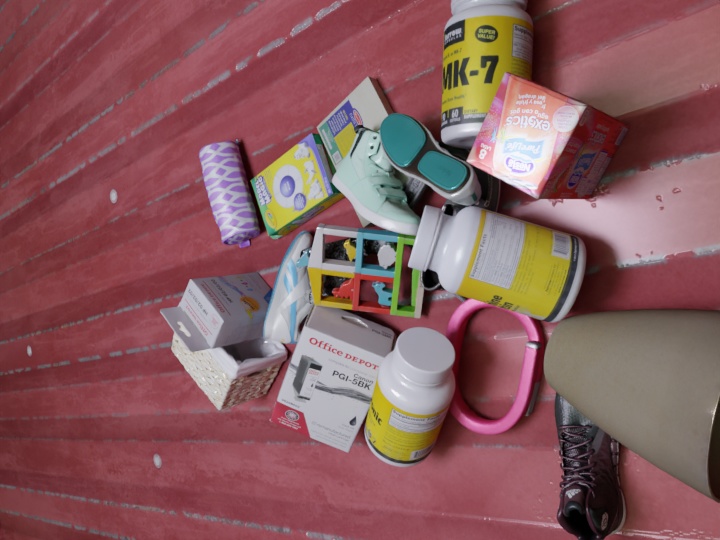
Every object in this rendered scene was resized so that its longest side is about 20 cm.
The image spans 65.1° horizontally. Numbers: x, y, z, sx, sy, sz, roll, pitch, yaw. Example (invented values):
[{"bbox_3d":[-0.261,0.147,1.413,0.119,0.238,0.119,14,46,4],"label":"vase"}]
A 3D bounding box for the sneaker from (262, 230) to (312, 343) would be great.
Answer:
[{"bbox_3d":[-0.113,0.030,1.004,0.076,0.080,0.202,-177,102,-81],"label":"sneaker"}]

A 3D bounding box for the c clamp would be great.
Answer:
[{"bbox_3d":[0.130,-0.079,0.825,0.170,0.027,0.201,35,118,20],"label":"c clamp"}]

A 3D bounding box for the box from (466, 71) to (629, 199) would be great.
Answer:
[{"bbox_3d":[0.218,-0.144,0.642,0.094,0.199,0.103,35,116,28],"label":"box"}]

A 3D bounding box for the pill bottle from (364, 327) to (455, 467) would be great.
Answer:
[{"bbox_3d":[0.073,0.180,0.809,0.111,0.111,0.201,38,135,29],"label":"pill bottle"}]

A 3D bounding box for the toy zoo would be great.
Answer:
[{"bbox_3d":[0.000,0.000,0.857,0.198,0.020,0.132,6,116,6],"label":"toy zoo"}]

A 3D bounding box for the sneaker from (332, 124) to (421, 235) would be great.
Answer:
[{"bbox_3d":[0.036,-0.138,0.820,0.200,0.073,0.119,45,119,39],"label":"sneaker"}]

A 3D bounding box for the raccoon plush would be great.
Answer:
[{"bbox_3d":[-0.022,0.018,0.906,0.199,0.096,0.135,-9,95,50],"label":"raccoon plush"}]

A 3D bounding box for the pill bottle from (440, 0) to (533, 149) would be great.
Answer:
[{"bbox_3d":[0.163,-0.266,0.727,0.114,0.114,0.202,3,93,38],"label":"pill bottle"}]

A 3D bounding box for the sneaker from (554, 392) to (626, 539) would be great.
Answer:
[{"bbox_3d":[0.273,0.240,0.690,0.075,0.115,0.202,-16,85,38],"label":"sneaker"}]

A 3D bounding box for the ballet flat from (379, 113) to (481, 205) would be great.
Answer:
[{"bbox_3d":[0.092,-0.144,0.760,0.200,0.069,0.070,50,123,42],"label":"ballet flat"}]

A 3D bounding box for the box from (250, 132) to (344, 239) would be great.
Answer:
[{"bbox_3d":[-0.122,-0.144,1.008,0.199,0.048,0.118,-29,76,38],"label":"box"}]

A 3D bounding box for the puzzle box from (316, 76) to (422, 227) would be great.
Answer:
[{"bbox_3d":[0.016,-0.188,0.908,0.133,0.025,0.201,-34,74,35],"label":"puzzle box"}]

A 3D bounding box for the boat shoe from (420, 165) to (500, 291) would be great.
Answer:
[{"bbox_3d":[0.135,-0.057,0.776,0.067,0.057,0.201,30,116,23],"label":"boat shoe"}]

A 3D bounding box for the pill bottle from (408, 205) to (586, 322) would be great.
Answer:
[{"bbox_3d":[0.165,-0.015,0.704,0.198,0.112,0.113,17,107,4],"label":"pill bottle"}]

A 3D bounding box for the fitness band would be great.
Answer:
[{"bbox_3d":[0.182,0.133,0.801,0.143,0.037,0.202,17,104,36],"label":"fitness band"}]

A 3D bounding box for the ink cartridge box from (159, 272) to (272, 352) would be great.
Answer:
[{"bbox_3d":[-0.244,0.071,1.026,0.115,0.199,0.068,44,119,26],"label":"ink cartridge box"}]

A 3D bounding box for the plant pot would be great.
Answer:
[{"bbox_3d":[0.313,0.118,0.622,0.199,0.186,0.189,15,104,49],"label":"plant pot"}]

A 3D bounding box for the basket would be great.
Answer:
[{"bbox_3d":[-0.259,0.154,1.090,0.200,0.135,0.124,40,119,29],"label":"basket"}]

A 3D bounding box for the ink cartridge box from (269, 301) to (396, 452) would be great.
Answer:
[{"bbox_3d":[-0.045,0.172,0.908,0.146,0.083,0.201,21,116,0],"label":"ink cartridge box"}]

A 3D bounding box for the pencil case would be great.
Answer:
[{"bbox_3d":[-0.254,-0.150,1.091,0.085,0.083,0.202,139,118,-71],"label":"pencil case"}]
